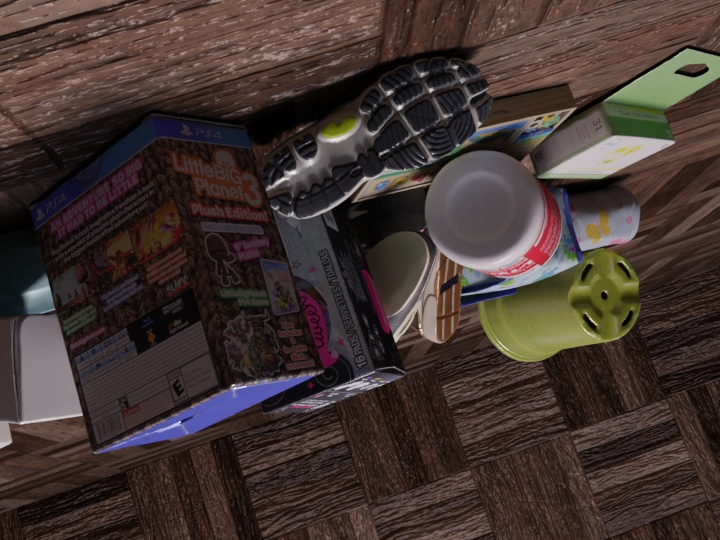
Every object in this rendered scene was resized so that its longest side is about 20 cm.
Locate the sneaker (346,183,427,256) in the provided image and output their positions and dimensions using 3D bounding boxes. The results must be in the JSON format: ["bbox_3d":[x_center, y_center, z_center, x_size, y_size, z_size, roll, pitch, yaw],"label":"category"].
[{"bbox_3d":[-0.018,-0.032,1.032,0.199,0.081,0.086,-15,179,5],"label":"sneaker"}]

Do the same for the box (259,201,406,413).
[{"bbox_3d":[-0.054,0.023,0.910,0.114,0.201,0.132,-23,167,11],"label":"box"}]

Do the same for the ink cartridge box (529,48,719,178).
[{"bbox_3d":[0.296,-0.159,1.032,0.200,0.048,0.145,-27,166,40],"label":"ink cartridge box"}]

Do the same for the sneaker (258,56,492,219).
[{"bbox_3d":[0.006,-0.112,0.767,0.199,0.078,0.080,-24,-162,0],"label":"sneaker"}]

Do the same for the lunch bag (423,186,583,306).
[{"bbox_3d":[0.151,-0.024,1.239,0.200,0.128,0.170,-14,178,45],"label":"lunch bag"}]

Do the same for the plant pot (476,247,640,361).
[{"bbox_3d":[0.305,0.038,1.441,0.200,0.201,0.184,-13,-177,-27],"label":"plant pot"}]

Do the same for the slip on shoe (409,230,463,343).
[{"bbox_3d":[0.087,-0.012,1.135,0.060,0.201,0.076,24,-143,34],"label":"slip on shoe"}]

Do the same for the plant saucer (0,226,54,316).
[{"bbox_3d":[-0.294,0.002,0.858,0.199,0.028,0.200,-18,168,-4],"label":"plant saucer"}]

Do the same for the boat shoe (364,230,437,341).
[{"bbox_3d":[0.029,0.033,0.997,0.062,0.071,0.200,-6,140,-39],"label":"boat shoe"}]

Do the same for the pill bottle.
[{"bbox_3d":[0.144,-0.050,0.989,0.112,0.113,0.200,-23,168,17],"label":"pill bottle"}]

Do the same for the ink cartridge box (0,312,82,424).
[{"bbox_3d":[-0.285,0.079,0.824,0.199,0.086,0.147,-4,179,39],"label":"ink cartridge box"}]

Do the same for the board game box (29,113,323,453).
[{"bbox_3d":[-0.141,0.012,0.725,0.159,0.201,0.097,-27,165,34],"label":"board game box"}]

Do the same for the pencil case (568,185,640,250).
[{"bbox_3d":[0.297,-0.069,1.345,0.199,0.084,0.091,-11,-157,-37],"label":"pencil case"}]

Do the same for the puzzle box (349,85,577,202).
[{"bbox_3d":[0.093,-0.119,0.932,0.199,0.026,0.133,-15,168,-20],"label":"puzzle box"}]

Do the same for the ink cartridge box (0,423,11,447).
[{"bbox_3d":[-0.559,0.206,1.204,0.146,0.085,0.200,-24,167,18],"label":"ink cartridge box"}]
